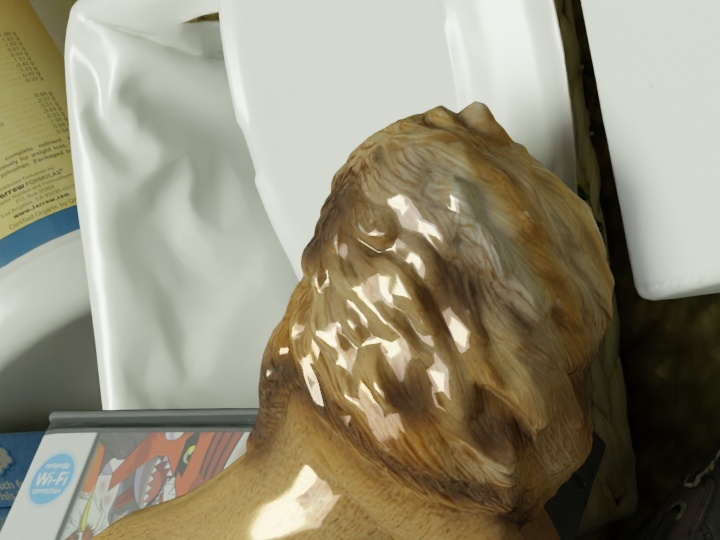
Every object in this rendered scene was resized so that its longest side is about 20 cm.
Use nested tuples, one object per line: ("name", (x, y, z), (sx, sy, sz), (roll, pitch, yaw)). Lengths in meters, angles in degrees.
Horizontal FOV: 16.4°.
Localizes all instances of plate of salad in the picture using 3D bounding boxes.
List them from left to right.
("plate of salad", (0.012, -0.054, 0.644), (0.200, 0.048, 0.201), (42, 139, 52))

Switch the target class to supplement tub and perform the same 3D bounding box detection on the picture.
("supplement tub", (-0.138, -0.028, 0.919), (0.200, 0.144, 0.145), (57, 129, 29))

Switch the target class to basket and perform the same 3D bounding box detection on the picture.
("basket", (0.000, 0.000, 0.799), (0.135, 0.123, 0.201), (-10, 88, 45))

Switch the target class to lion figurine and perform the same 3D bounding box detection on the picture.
("lion figurine", (-0.013, 0.062, 0.559), (0.200, 0.072, 0.123), (-39, 97, 17))

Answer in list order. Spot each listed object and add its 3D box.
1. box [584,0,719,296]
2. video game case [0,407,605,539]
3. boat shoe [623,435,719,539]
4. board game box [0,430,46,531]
("box", (0.170, -0.066, 0.556), (0.152, 0.200, 0.107), (-15, 85, 45))
("video game case", (-0.045, 0.119, 0.677), (0.200, 0.026, 0.181), (-4, 53, 41))
("boat shoe", (0.090, 0.095, 0.680), (0.066, 0.201, 0.072), (0, 137, 31))
("board game box", (-0.146, 0.134, 0.913), (0.200, 0.151, 0.037), (-53, 56, 30))
